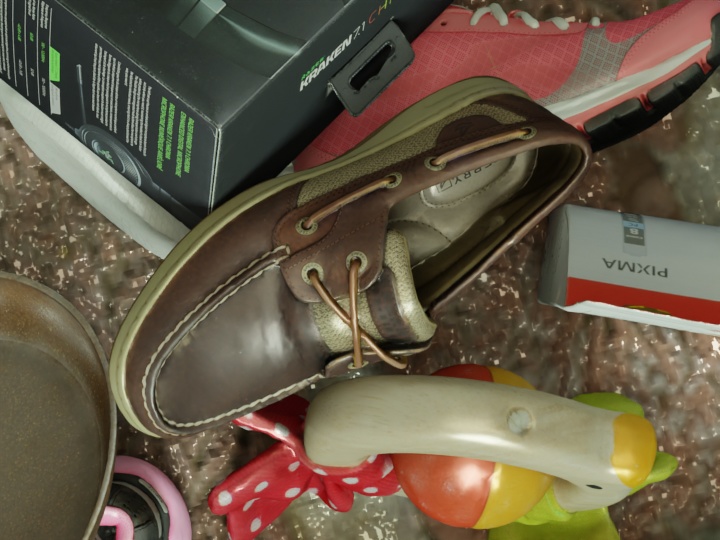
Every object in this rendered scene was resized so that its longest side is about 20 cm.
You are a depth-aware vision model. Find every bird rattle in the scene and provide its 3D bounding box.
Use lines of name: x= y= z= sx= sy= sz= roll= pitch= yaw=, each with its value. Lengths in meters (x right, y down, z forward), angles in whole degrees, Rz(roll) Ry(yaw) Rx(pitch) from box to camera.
bird rattle: x=0.033 y=0.065 z=0.940 sx=0.199 sy=0.163 sz=0.113 roll=20 pitch=70 yaw=-9

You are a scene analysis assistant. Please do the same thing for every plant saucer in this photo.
plant saucer: x=-0.177 y=0.092 z=0.947 sx=0.200 sy=0.032 sz=0.201 roll=-14 pitch=54 yaw=21

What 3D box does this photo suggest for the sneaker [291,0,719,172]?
sneaker: x=0.058 y=-0.081 z=0.976 sx=0.200 sy=0.074 sz=0.087 roll=-24 pitch=84 yaw=3

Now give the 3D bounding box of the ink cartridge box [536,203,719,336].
ink cartridge box: x=0.155 y=0.006 z=0.912 sx=0.160 sy=0.200 sz=0.047 roll=10 pitch=89 yaw=0

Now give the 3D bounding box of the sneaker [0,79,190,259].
sneaker: x=-0.111 y=-0.091 z=0.983 sx=0.088 sy=0.075 sz=0.200 roll=-43 pitch=88 yaw=-13

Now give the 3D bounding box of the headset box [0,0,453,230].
headset box: x=-0.064 y=-0.136 z=0.924 sx=0.200 sy=0.093 sz=0.174 roll=37 pitch=65 yaw=12

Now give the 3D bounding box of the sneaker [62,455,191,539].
sneaker: x=-0.154 y=0.154 z=0.962 sx=0.079 sy=0.095 sz=0.200 roll=44 pitch=90 yaw=-2

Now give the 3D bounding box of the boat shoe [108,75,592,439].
boat shoe: x=0.000 y=0.000 z=0.881 sx=0.200 sy=0.072 sz=0.072 roll=-32 pitch=121 yaw=-15
